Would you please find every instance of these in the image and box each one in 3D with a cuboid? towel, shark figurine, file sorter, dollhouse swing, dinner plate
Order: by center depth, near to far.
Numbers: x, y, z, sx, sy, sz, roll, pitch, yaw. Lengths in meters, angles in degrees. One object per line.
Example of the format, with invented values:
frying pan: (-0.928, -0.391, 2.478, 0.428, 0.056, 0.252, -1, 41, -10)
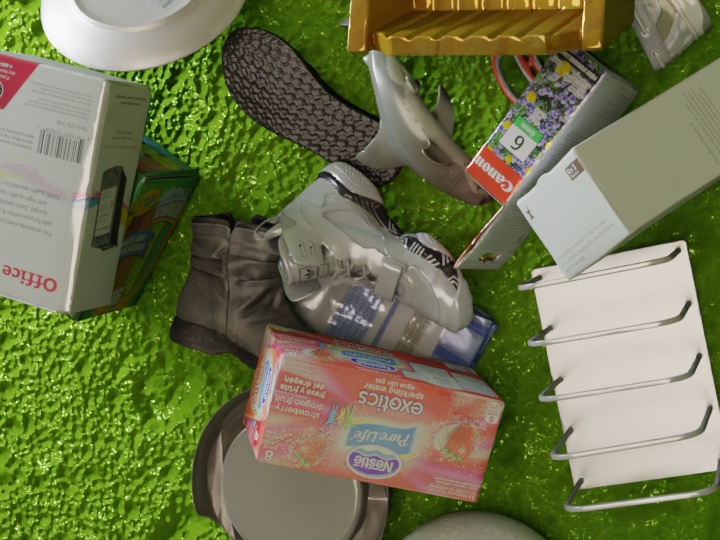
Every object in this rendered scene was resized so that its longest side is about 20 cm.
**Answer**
dollhouse swing: (0.104, -0.269, 0.968, 0.198, 0.182, 0.178, 5, 111, 21)
file sorter: (0.220, 0.090, 1.051, 0.138, 0.124, 0.202, -11, 92, 19)
shark figurine: (0.026, -0.138, 1.096, 0.089, 0.128, 0.216, -31, 84, 28)
dinner plate: (-0.199, -0.262, 1.144, 0.198, 0.024, 0.202, -4, 57, 6)
towel: (0.013, 0.055, 1.169, 0.199, 0.024, 0.148, 32, 105, 13)

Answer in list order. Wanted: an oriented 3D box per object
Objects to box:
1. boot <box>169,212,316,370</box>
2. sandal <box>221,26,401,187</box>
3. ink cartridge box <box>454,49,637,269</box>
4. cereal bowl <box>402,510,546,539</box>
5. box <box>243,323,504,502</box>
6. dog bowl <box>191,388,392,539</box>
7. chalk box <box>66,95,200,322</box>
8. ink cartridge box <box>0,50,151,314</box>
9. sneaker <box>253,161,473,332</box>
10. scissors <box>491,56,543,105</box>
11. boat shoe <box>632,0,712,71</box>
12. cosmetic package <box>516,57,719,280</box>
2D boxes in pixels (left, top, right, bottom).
boot: (-0.078, 0.024, 1.149, 0.198, 0.070, 0.133, 16, 97, 10)
sandal: (-0.046, -0.148, 1.162, 0.200, 0.048, 0.076, 38, 104, -2)
ink cartridge box: (0.143, -0.093, 1.056, 0.050, 0.109, 0.201, 43, 107, 20)
cereal bowl: (0.101, 0.310, 1.095, 0.198, 0.083, 0.202, 0, 76, 1)
box: (0.009, 0.122, 1.074, 0.198, 0.103, 0.096, 13, 99, -15)
dog bowl: (-0.060, 0.202, 1.189, 0.198, 0.059, 0.202, 2, 95, 17)
chalk box: (-0.243, -0.073, 1.188, 0.123, 0.124, 0.201, 33, 106, 13)
ink cartridge box: (-0.278, -0.080, 1.089, 0.146, 0.086, 0.202, 16, 101, 16)
sneaker: (0.000, 0.000, 1.094, 0.115, 0.075, 0.200, -34, 66, -25)
scissors: (0.118, -0.234, 1.110, 0.073, 0.014, 0.201, -36, 85, 19)
boat shoe: (0.208, -0.261, 1.048, 0.065, 0.074, 0.202, -41, 89, 12)
cosmetic package: (0.233, -0.086, 0.983, 0.199, 0.113, 0.081, -33, 83, -22)
